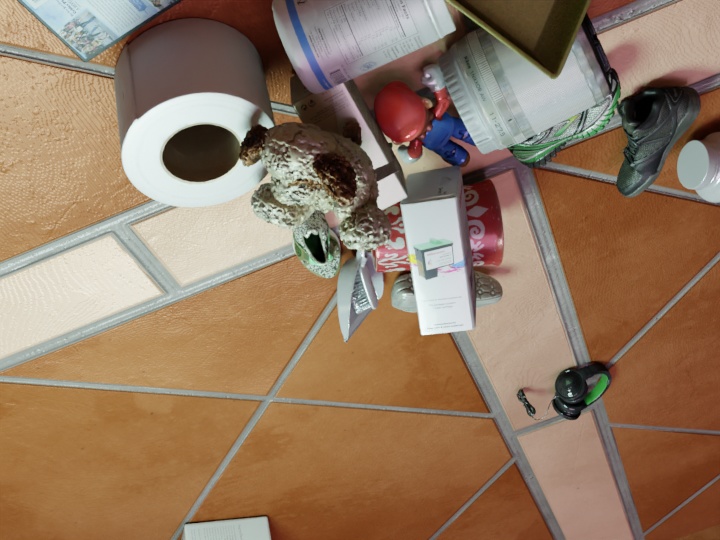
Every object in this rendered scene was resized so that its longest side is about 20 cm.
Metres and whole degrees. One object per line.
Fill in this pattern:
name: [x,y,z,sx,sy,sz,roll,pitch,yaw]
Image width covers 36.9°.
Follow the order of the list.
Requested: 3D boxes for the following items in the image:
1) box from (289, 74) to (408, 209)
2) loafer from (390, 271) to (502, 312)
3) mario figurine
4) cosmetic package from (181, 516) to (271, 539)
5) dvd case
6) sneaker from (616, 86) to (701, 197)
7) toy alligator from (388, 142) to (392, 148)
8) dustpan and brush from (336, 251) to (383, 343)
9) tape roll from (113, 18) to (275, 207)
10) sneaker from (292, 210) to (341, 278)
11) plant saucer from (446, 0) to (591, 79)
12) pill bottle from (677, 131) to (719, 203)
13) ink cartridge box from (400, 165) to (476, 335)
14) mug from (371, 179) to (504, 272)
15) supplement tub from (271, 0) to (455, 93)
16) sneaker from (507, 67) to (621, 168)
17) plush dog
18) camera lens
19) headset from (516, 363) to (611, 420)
box: [-0.014,-0.179,1.462,0.077,0.095,0.201,-25,119,10]
loafer: [0.149,0.041,1.886,0.197,0.071,0.070,2,146,-10]
mario figurine: [0.088,-0.220,1.534,0.105,0.125,0.199,7,172,42]
cosmetic package: [-0.305,0.679,2.463,0.197,0.167,0.166,-2,143,-17]
dvd case: [-0.295,-0.340,1.273,0.198,0.018,0.143,-28,142,15]
sneaker: [0.426,-0.201,1.662,0.113,0.077,0.201,5,136,-22]
toy alligator: [-0.050,-0.157,1.571,0.198,0.059,0.055,-24,103,12]
dustpan and brush: [0.000,0.000,1.762,0.057,0.140,0.202,-1,119,30]
tape roll: [-0.212,-0.199,1.385,0.200,0.141,0.204,-10,144,-7]
sneaker: [-0.071,-0.033,1.689,0.076,0.089,0.201,-17,144,4]
plant saucer: [0.194,-0.364,1.301,0.199,0.048,0.202,28,82,-30]
pill bottle: [0.615,-0.163,1.744,0.197,0.114,0.113,3,140,-23]
ink cartridge box: [0.115,-0.031,1.556,0.083,0.145,0.203,-6,111,9]
mug: [0.115,-0.049,1.705,0.197,0.135,0.179,-7,141,-5]
supplement tub: [0.004,-0.313,1.319,0.198,0.133,0.132,-23,143,9]
sneaker: [0.293,-0.227,1.577,0.085,0.079,0.199,25,129,-40]
plush dog: [-0.053,-0.126,1.322,0.198,0.163,0.171,18,176,24]
camera lens: [0.221,-0.264,1.434,0.198,0.162,0.160,-25,142,14]
headset: [0.431,0.252,2.272,0.198,0.094,0.124,-23,142,-15]
